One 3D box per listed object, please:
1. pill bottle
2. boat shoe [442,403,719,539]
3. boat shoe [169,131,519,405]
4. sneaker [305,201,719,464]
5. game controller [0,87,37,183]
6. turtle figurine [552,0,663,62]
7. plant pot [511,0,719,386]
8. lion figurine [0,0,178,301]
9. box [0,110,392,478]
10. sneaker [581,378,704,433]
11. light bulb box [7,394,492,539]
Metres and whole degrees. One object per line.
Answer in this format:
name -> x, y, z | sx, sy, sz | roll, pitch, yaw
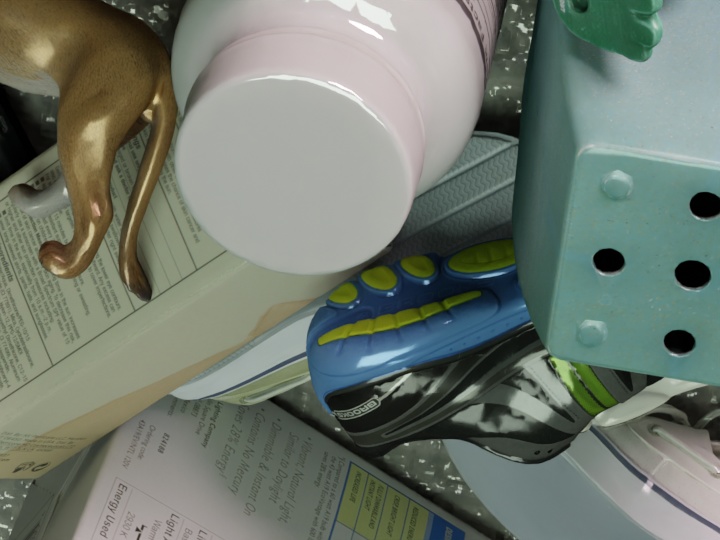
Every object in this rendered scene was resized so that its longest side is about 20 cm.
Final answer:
pill bottle -> -0.005, -0.089, 0.962 | 0.110, 0.200, 0.111 | 6, 127, 8
boat shoe -> 0.131, 0.091, 1.147 | 0.202, 0.086, 0.075 | 31, 136, 25
boat shoe -> 0.000, 0.000, 1.118 | 0.199, 0.072, 0.062 | -23, 157, 24
sneaker -> 0.080, 0.028, 1.045 | 0.199, 0.071, 0.083 | -12, 129, 6
game controller -> -0.209, -0.091, 1.108 | 0.104, 0.042, 0.201 | -5, 125, 32
turtle figurine -> 0.139, -0.154, 0.906 | 0.101, 0.200, 0.150 | -25, 94, 58
plant pot -> 0.125, -0.055, 0.961 | 0.141, 0.200, 0.142 | 9, 127, 4
lion figurine -> -0.127, -0.092, 1.022 | 0.200, 0.072, 0.123 | 38, 102, 2
box -> -0.097, -0.002, 1.087 | 0.200, 0.078, 0.095 | -31, 70, 24
sneaker -> 0.115, 0.007, 1.097 | 0.199, 0.081, 0.084 | -15, 111, 10
light bulb box -> -0.057, 0.170, 1.159 | 0.200, 0.199, 0.125 | 33, 128, -12
